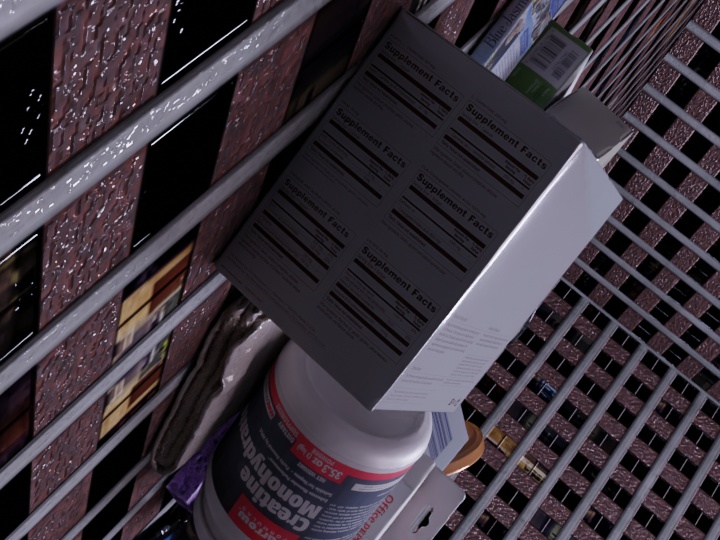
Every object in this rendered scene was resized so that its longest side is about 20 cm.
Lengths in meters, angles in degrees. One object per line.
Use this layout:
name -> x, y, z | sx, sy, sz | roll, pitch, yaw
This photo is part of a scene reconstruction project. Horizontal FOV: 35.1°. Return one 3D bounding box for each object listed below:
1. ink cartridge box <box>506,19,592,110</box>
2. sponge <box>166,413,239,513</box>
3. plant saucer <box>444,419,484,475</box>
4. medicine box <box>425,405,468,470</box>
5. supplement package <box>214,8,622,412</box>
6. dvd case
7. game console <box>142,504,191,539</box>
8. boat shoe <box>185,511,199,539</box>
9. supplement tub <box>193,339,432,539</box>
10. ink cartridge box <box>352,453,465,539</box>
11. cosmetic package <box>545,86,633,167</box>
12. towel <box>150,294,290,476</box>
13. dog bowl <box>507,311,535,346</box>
ink cartridge box -> 0.166, -0.162, 1.201 | 0.104, 0.059, 0.200 | -48, 170, -23
sponge -> -0.115, 0.155, 1.143 | 0.200, 0.030, 0.112 | -49, 171, -18
plant saucer -> 0.060, 0.224, 1.474 | 0.200, 0.198, 0.033 | -34, 120, -63
medicine box -> -0.001, 0.192, 1.321 | 0.198, 0.104, 0.182 | -10, -170, 25
supplement package -> 0.047, -0.028, 0.761 | 0.201, 0.147, 0.191 | -52, 160, 7
dvd case -> 0.131, -0.201, 0.999 | 0.201, 0.017, 0.143 | -53, 172, 3
game console -> -0.214, 0.362, 1.216 | 0.201, 0.175, 0.117 | -55, -161, 27
boat shoe -> -0.121, 0.232, 1.148 | 0.074, 0.074, 0.200 | -61, 179, 7
supplement tub -> -0.044, 0.158, 0.947 | 0.201, 0.140, 0.140 | -55, 170, 32
ink cartridge box -> -0.012, 0.198, 1.093 | 0.117, 0.199, 0.067 | -56, 170, 25
cosmetic package -> 0.177, -0.082, 1.160 | 0.105, 0.071, 0.200 | -33, 163, -51
towel -> -0.092, 0.071, 0.903 | 0.132, 0.034, 0.201 | -41, 166, -49
dog bowl -> 0.152, -0.005, 1.432 | 0.200, 0.073, 0.202 | -168, -90, -68
